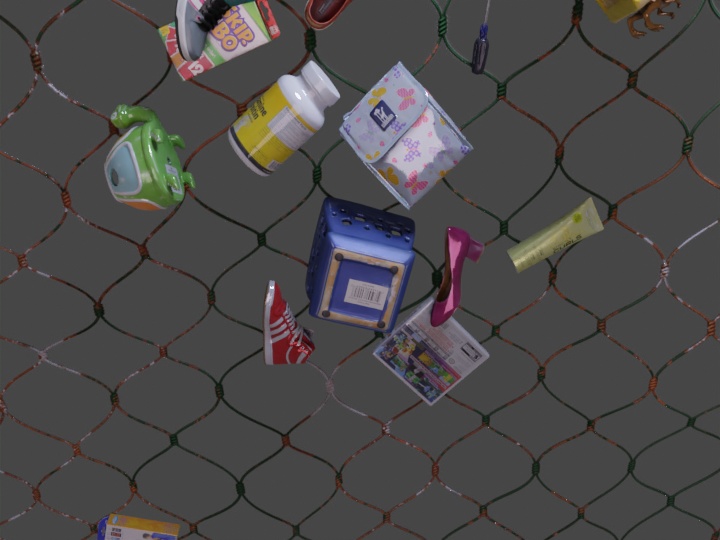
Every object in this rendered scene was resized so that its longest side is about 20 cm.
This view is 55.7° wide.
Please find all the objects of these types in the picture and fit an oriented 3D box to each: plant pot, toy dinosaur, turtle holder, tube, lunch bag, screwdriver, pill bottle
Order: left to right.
[{"bbox_3d":[-0.392,-0.198,1.222,0.128,0.142,0.189,-17,117,7],"label":"turtle holder"},{"bbox_3d":[-0.134,-0.272,1.214,0.199,0.113,0.112,-39,111,15],"label":"pill bottle"},{"bbox_3d":[0.000,0.000,1.311,0.194,0.181,0.205,13,114,-8],"label":"plant pot"},{"bbox_3d":[0.077,-0.242,1.232,0.169,0.128,0.200,-40,104,14],"label":"lunch bag"},{"bbox_3d":[0.221,-0.449,1.196,0.027,0.029,0.206,4,112,-4],"label":"screwdriver"},{"bbox_3d":[0.389,-0.066,1.371,0.197,0.053,0.058,-30,154,6],"label":"tube"},{"bbox_3d":[0.488,-0.469,1.189,0.194,0.060,0.110,0,89,-4],"label":"toy dinosaur"}]

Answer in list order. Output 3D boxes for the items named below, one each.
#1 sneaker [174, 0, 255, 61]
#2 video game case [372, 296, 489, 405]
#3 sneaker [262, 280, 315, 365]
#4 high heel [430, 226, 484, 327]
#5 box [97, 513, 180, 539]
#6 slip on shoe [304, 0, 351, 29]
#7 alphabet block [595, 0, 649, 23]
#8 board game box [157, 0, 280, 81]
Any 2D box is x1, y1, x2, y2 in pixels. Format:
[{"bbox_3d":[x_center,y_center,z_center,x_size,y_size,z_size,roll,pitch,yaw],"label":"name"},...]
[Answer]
[{"bbox_3d":[-0.230,-0.441,1.121,0.117,0.084,0.206,12,99,12],"label":"sneaker"},{"bbox_3d":[0.154,0.180,1.490,0.182,0.023,0.199,-42,111,16],"label":"video game case"},{"bbox_3d":[-0.147,0.112,1.417,0.109,0.072,0.205,4,123,0],"label":"sneaker"},{"bbox_3d":[0.169,0.014,1.378,0.094,0.068,0.203,23,105,-23],"label":"high heel"},{"bbox_3d":[-0.552,0.668,1.681,0.194,0.042,0.122,11,115,-10],"label":"box"},{"bbox_3d":[-0.023,-0.491,1.144,0.074,0.062,0.200,38,107,-16],"label":"slip on shoe"},{"bbox_3d":[0.431,-0.535,1.048,0.199,0.195,0.198,-39,93,14],"label":"alphabet block"},{"bbox_3d":[-0.245,-0.415,1.190,0.196,0.030,0.097,-23,114,5],"label":"board game box"}]
